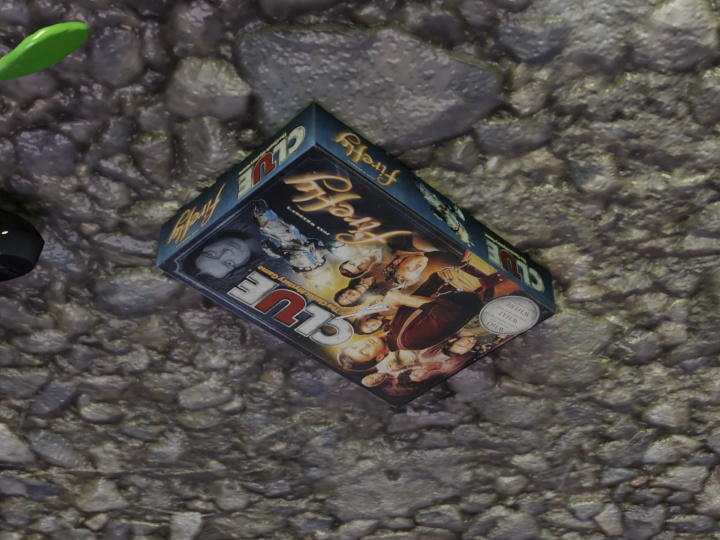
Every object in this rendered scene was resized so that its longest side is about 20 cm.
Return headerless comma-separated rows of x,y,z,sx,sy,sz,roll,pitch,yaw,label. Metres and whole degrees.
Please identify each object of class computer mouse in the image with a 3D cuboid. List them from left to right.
-0.273,-0.006,0.775,0.198,0.034,0.059,-10,163,17,computer mouse

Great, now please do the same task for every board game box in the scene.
0.000,0.000,0.778,0.199,0.035,0.135,32,129,-32,board game box

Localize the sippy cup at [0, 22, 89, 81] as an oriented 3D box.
-0.154,-0.171,0.491,0.130,0.140,0.178,-17,130,32,sippy cup
